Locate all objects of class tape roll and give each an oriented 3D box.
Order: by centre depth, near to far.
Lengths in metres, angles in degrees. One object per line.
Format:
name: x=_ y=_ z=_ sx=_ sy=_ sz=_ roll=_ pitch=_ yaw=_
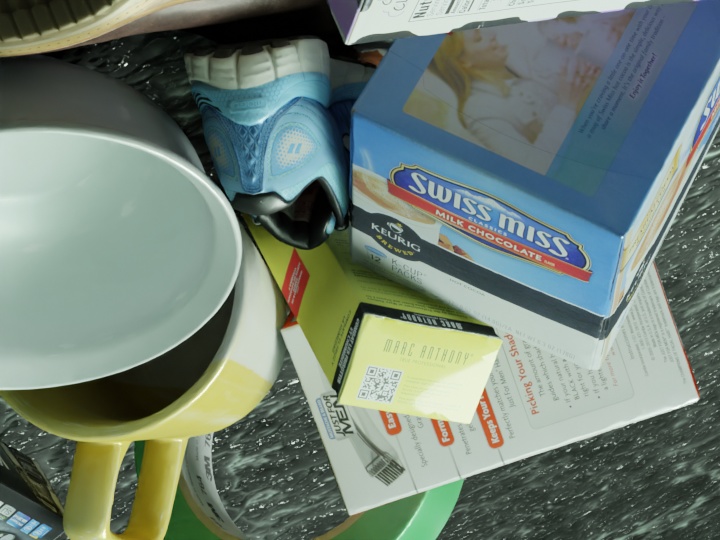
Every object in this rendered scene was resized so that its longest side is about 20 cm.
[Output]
tape roll: x=-0.036 y=0.097 z=1.201 sx=0.200 sy=0.201 sz=0.048 roll=-28 pitch=154 yaw=13

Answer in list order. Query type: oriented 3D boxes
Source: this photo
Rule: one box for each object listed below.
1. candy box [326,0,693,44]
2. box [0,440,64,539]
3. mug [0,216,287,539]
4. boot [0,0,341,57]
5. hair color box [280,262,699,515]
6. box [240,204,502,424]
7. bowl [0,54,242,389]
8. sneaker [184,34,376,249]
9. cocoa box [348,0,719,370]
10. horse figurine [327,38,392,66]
candy box: x=0.061 y=-0.181 z=0.766 sx=0.199 sy=0.168 sz=0.072 roll=-10 pitch=151 yaw=-24
box: x=-0.259 y=0.127 z=0.989 sx=0.158 sy=0.050 sz=0.200 roll=-40 pitch=145 yaw=4
mug: x=-0.120 y=0.039 z=1.082 sx=0.187 sy=0.149 sz=0.153 roll=-51 pitch=162 yaw=0
boot: x=-0.078 y=-0.117 z=0.896 sx=0.199 sy=0.073 sz=0.166 roll=-17 pitch=163 yaw=9
hair color box: x=0.069 y=0.044 z=1.095 sx=0.199 sy=0.111 sz=0.064 roll=-19 pitch=-170 yaw=8
box: x=0.000 y=0.000 z=1.008 sx=0.075 sy=0.200 sz=0.050 roll=10 pitch=115 yaw=-24
bowl: x=-0.157 y=-0.035 z=0.928 sx=0.200 sy=0.091 sz=0.201 roll=-7 pitch=146 yaw=-5
sneaker: x=-0.035 y=-0.054 z=0.949 sx=0.078 sy=0.091 sz=0.200 roll=-4 pitch=178 yaw=14
cocoa box: x=0.095 y=-0.086 z=0.917 sx=0.200 sy=0.133 sz=0.131 roll=-59 pitch=167 yaw=-24
horse figurine: x=0.056 y=-0.070 z=1.090 sx=0.132 sy=0.050 sz=0.200 roll=9 pitch=170 yaw=12
